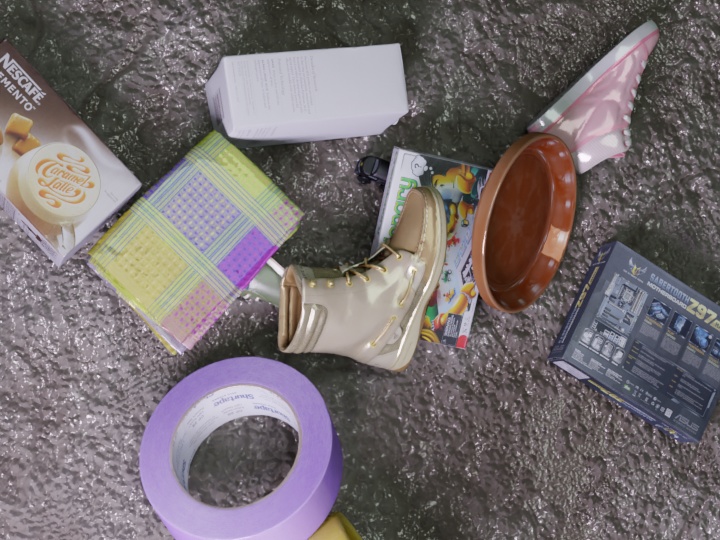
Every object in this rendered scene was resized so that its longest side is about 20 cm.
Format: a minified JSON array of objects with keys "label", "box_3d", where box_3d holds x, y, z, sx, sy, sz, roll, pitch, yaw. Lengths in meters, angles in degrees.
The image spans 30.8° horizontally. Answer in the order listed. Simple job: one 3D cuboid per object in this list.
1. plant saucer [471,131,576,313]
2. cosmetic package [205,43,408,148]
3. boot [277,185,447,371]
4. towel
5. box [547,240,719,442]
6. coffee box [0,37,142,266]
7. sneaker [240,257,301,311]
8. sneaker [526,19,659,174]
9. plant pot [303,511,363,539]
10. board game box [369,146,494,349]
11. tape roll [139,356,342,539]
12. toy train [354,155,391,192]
[{"label":"plant saucer","box_3d":[0.178,-0.054,1.451,0.199,0.032,0.203,-26,124,-47]},{"label":"cosmetic package","box_3d":[-0.058,-0.187,1.414,0.197,0.113,0.082,-9,86,-18]},{"label":"boot","box_3d":[0.000,0.000,1.364,0.154,0.073,0.203,10,103,-26]},{"label":"towel","box_3d":[-0.170,-0.031,1.345,0.143,0.023,0.200,43,77,-3]},{"label":"box","box_3d":[0.337,0.084,1.527,0.199,0.051,0.159,30,76,-10]},{"label":"coffee box","box_3d":[-0.335,-0.118,1.340,0.114,0.080,0.200,-44,96,-16]},{"label":"sneaker","box_3d":[-0.148,-0.002,1.393,0.200,0.067,0.090,42,82,-8]},{"label":"sneaker","box_3d":[0.297,-0.195,1.536,0.200,0.075,0.105,-43,91,-9]},{"label":"plant pot","box_3d":[-0.046,0.379,1.317,0.188,0.201,0.202,-33,93,-1]},{"label":"board game box","box_3d":[0.076,-0.024,1.443,0.125,0.035,0.203,11,97,-12]},{"label":"tape roll","box_3d":[-0.119,0.190,1.319,0.197,0.066,0.202,-5,55,7]},{"label":"toy train","box_3d":[0.088,-0.085,1.477,0.198,0.046,0.035,21,78,-13]}]
